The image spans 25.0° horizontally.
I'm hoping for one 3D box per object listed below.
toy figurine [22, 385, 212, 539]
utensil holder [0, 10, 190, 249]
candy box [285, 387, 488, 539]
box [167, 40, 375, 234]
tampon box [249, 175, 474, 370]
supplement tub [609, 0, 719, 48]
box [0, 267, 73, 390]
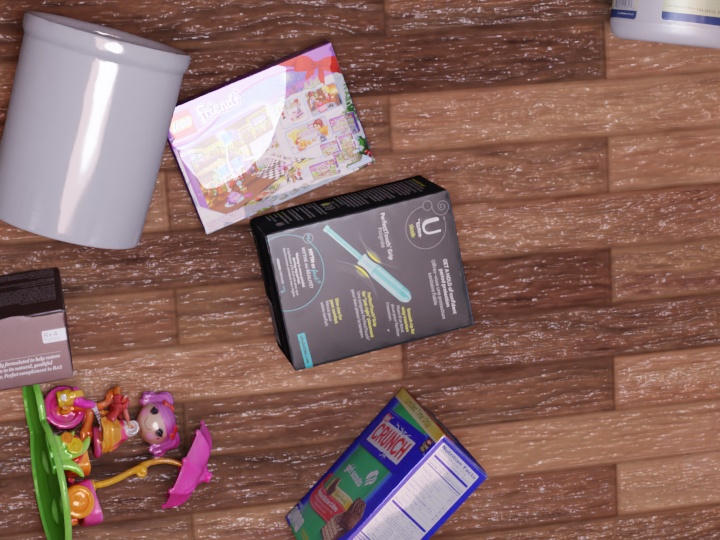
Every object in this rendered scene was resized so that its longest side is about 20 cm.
[{"bbox_3d":[-0.250,0.187,1.725,0.182,0.150,0.203,-10,77,-23],"label":"toy figurine"},{"bbox_3d":[-0.273,-0.140,1.625,0.168,0.170,0.203,12,100,-13],"label":"utensil holder"},{"bbox_3d":[0.024,0.242,1.746,0.200,0.169,0.077,-46,108,-1],"label":"candy box"},{"bbox_3d":[-0.099,-0.141,1.721,0.198,0.039,0.138,-23,104,-6],"label":"box"},{"bbox_3d":[0.000,0.000,1.720,0.197,0.126,0.152,-14,103,-9],"label":"tampon box"},{"bbox_3d":[0.345,-0.341,1.718,0.143,0.145,0.203,4,99,-12],"label":"supplement tub"},{"bbox_3d":[-0.341,0.057,1.626,0.099,0.200,0.076,-9,102,-9],"label":"box"}]
